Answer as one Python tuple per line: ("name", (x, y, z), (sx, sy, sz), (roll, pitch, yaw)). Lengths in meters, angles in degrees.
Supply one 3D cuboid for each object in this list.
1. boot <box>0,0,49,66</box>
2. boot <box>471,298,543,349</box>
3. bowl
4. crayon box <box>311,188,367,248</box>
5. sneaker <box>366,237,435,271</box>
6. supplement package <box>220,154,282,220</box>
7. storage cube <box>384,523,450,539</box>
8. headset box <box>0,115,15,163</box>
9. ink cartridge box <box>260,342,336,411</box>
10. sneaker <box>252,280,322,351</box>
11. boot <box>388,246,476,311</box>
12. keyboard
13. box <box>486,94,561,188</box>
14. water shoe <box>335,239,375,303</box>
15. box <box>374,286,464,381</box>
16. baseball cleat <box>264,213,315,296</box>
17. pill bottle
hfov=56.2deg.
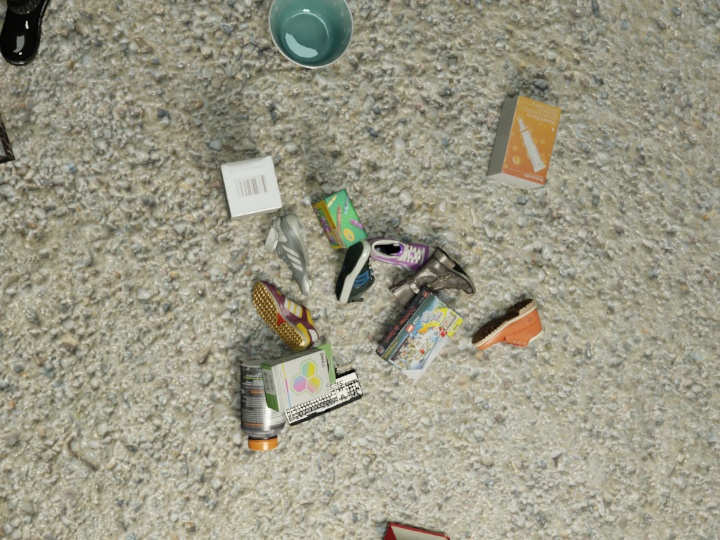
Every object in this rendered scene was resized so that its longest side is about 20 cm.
("boot", (-0.731, -0.556, 1.432), (0.079, 0.158, 0.214), (13, 88, -12))
("boot", (0.383, 0.167, 1.736), (0.199, 0.075, 0.108), (-29, 102, -11))
("bowl", (-0.122, -0.565, 1.592), (0.198, 0.105, 0.204), (0, 91, -12))
("crayon box", (-0.053, -0.117, 1.568), (0.058, 0.200, 0.120), (-27, 97, -10))
("sneaker", (0.111, -0.038, 1.650), (0.198, 0.114, 0.074), (6, 88, -13))
("supplement package", (-0.250, -0.183, 1.523), (0.116, 0.200, 0.119), (-13, 94, -11))
("storage cube", (0.138, 0.754, 1.635), (0.169, 0.200, 0.182), (17, 94, -13))
("headset box", (-0.858, -0.320, 1.453), (0.147, 0.075, 0.202), (-18, 95, -11))
("ink cartridge box", (-0.127, 0.243, 1.561), (0.198, 0.059, 0.105), (-13, 97, -37))
("sneaker", (-0.177, 0.101, 1.619), (0.201, 0.075, 0.090), (52, 37, 9))
("boot", (0.179, 0.045, 1.690), (0.174, 0.069, 0.200), (-44, 125, 9))
("keyboard", (-0.095, 0.303, 1.650), (0.198, 0.040, 0.105), (-21, 96, -12))
("box", (0.415, -0.323, 1.717), (0.123, 0.097, 0.202), (13, 89, -12))
("water shoe", (0.000, 0.000, 1.610), (0.078, 0.201, 0.072), (3, 49, -22))
("box", (0.147, 0.158, 1.661), (0.136, 0.038, 0.201), (36, 94, -31))
("baseball cleat", (-0.173, -0.032, 1.619), (0.105, 0.070, 0.203), (-10, 84, -5))
("pill bottle", (-0.230, 0.317, 1.587), (0.105, 0.106, 0.203), (0, 91, -12))
